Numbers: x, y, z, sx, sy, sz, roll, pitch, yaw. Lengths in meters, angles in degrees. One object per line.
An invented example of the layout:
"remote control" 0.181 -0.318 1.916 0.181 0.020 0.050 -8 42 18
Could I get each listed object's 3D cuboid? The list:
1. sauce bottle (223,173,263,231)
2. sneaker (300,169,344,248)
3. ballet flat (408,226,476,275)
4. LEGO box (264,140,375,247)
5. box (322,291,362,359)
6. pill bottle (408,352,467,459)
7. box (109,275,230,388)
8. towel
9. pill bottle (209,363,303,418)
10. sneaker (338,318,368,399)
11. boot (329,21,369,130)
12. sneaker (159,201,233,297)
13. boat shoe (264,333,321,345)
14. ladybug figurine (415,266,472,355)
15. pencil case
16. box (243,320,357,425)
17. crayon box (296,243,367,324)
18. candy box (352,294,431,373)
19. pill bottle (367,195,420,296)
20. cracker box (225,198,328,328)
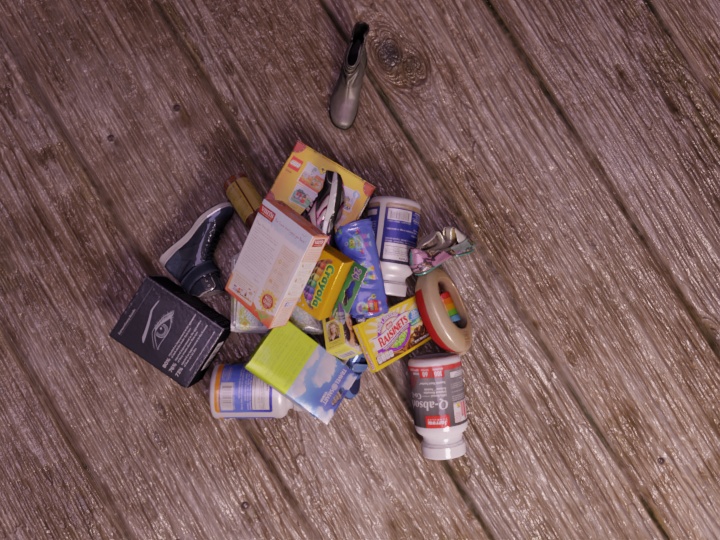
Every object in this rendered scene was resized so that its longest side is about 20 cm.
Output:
"sauce bottle" -0.224 -0.116 1.125 0.065 0.066 0.202 -32 71 -3
"sneaker" -0.088 -0.111 1.071 0.085 0.080 0.204 10 82 9
"ballet flat" 0.177 -0.052 1.116 0.198 0.069 0.072 -22 107 -36
"LEGO box" -0.088 -0.162 1.150 0.198 0.077 0.150 31 86 0
"box" -0.046 0.077 1.092 0.049 0.075 0.203 -23 59 21
"pill bottle" 0.166 0.283 1.111 0.113 0.116 0.204 -6 86 -2
"box" -0.391 0.124 1.105 0.199 0.104 0.149 35 89 1
"towel" -0.176 0.048 1.110 0.196 0.048 0.174 3 70 -16
"pill bottle" -0.208 0.252 1.103 0.196 0.112 0.114 0 86 -3
"sneaker" -0.006 0.175 1.121 0.081 0.074 0.204 4 88 31
"boot" -0.026 -0.423 1.141 0.066 0.131 0.204 13 86 -1
"sneaker" -0.316 -0.035 1.127 0.202 0.077 0.146 -44 77 6
"boat shoe" -0.161 0.140 1.136 0.200 0.061 0.072 38 85 1
"ladybug figurine" 0.174 0.088 1.127 0.071 0.135 0.203 -29 73 34
"pencil case" 0.000 0.000 1.050 0.085 0.078 0.204 -10 85 0
"box" -0.117 0.198 1.044 0.199 0.048 0.123 39 73 -11
"crayon box" -0.098 0.005 1.021 0.198 0.051 0.127 31 107 20
"candy box" 0.078 0.128 1.110 0.198 0.026 0.104 -22 85 -40
"pill bottle" 0.063 -0.049 1.129 0.113 0.116 0.204 8 87 -1
"cracker box" -0.160 -0.013 0.987 0.133 0.057 0.202 37 110 24
